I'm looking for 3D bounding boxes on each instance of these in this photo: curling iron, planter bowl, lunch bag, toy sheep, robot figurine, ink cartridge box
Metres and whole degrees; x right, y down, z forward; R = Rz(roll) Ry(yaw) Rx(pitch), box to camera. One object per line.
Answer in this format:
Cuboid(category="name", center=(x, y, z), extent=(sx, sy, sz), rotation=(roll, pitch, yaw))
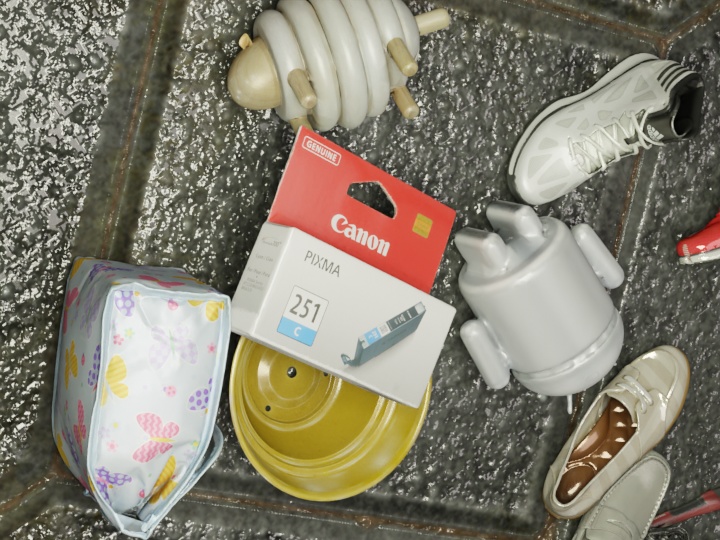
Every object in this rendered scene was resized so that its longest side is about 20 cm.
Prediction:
Cuboid(category="curling iron", center=(0.358, 0.239, 1.802), extent=(0.200, 0.026, 0.050), rotation=(-23, 71, -23))
Cuboid(category="planter bowl", center=(-0.043, 0.093, 1.561), extent=(0.200, 0.083, 0.201), rotation=(-3, 96, -32))
Cuboid(category="lunch bag", center=(-0.180, 0.100, 1.460), extent=(0.127, 0.170, 0.201), rotation=(9, 94, -20))
Cuboid(category="toy sheep", center=(-0.017, -0.179, 1.506), extent=(0.200, 0.138, 0.138), rotation=(-16, 105, -15))
Cuboid(category="robot figurine", center=(0.165, 0.031, 1.634), extent=(0.169, 0.113, 0.200), rotation=(-38, 112, -13))
Cuboid(category="ink cartridge box", center=(0.000, 0.000, 1.487), extent=(0.200, 0.045, 0.177), rotation=(26, 82, -40))

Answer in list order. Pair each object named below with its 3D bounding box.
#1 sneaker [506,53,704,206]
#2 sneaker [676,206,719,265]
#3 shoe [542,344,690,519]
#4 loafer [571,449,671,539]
Cuboid(category="sneaker", center=(0.228, -0.127, 1.633), extent=(0.200, 0.115, 0.076), rotation=(-40, 112, -13))
Cuboid(category="sneaker", center=(0.371, -0.073, 1.741), extent=(0.200, 0.077, 0.085), rotation=(-34, 100, -23))
Cuboid(category="shoe", center=(0.244, 0.152, 1.709), extent=(0.070, 0.053, 0.200), rotation=(36, 84, 20))
Cuboid(category="loafer", center=(0.237, 0.260, 1.726), extent=(0.070, 0.070, 0.200), rotation=(34, 83, -10))
